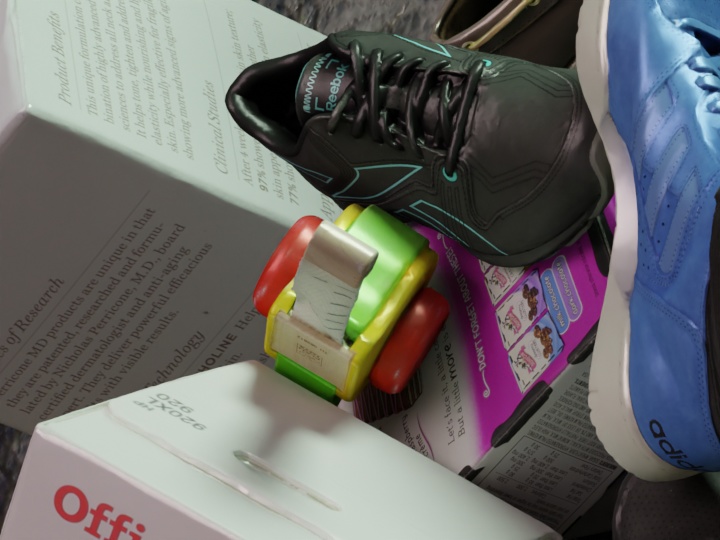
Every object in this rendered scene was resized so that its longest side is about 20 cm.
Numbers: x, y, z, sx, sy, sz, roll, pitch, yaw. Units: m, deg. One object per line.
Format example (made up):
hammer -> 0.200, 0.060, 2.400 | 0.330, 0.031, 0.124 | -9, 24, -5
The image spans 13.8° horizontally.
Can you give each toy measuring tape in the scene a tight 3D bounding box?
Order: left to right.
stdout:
toy measuring tape -> 0.000, 0.000, 1.062 | 0.200, 0.073, 0.074 | 103, 180, -73

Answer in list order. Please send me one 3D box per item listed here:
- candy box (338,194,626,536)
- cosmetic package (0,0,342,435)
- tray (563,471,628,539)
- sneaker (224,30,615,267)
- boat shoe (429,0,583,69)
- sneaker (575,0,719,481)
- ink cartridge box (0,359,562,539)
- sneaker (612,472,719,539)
candy box -> 0.044, 0.043, 1.134 | 0.200, 0.061, 0.137 | -48, 35, 28
cosmetic package -> -0.118, -0.035, 1.353 | 0.166, 0.199, 0.168 | -48, 34, 29
tray -> 0.085, 0.049, 1.148 | 0.200, 0.022, 0.108 | -20, 53, 52
sneaker -> 0.022, -0.048, 1.096 | 0.200, 0.079, 0.076 | 2, 71, 57
boat shoe -> 0.103, -0.156, 1.220 | 0.200, 0.059, 0.072 | -54, 32, 21
sneaker -> 0.129, -0.036, 0.975 | 0.111, 0.076, 0.201 | -17, 65, 52
ink cartridge box -> -0.047, 0.158, 1.045 | 0.147, 0.144, 0.201 | 27, 109, 21
sneaker -> 0.129, 0.120, 0.954 | 0.073, 0.082, 0.200 | -27, 44, 3
